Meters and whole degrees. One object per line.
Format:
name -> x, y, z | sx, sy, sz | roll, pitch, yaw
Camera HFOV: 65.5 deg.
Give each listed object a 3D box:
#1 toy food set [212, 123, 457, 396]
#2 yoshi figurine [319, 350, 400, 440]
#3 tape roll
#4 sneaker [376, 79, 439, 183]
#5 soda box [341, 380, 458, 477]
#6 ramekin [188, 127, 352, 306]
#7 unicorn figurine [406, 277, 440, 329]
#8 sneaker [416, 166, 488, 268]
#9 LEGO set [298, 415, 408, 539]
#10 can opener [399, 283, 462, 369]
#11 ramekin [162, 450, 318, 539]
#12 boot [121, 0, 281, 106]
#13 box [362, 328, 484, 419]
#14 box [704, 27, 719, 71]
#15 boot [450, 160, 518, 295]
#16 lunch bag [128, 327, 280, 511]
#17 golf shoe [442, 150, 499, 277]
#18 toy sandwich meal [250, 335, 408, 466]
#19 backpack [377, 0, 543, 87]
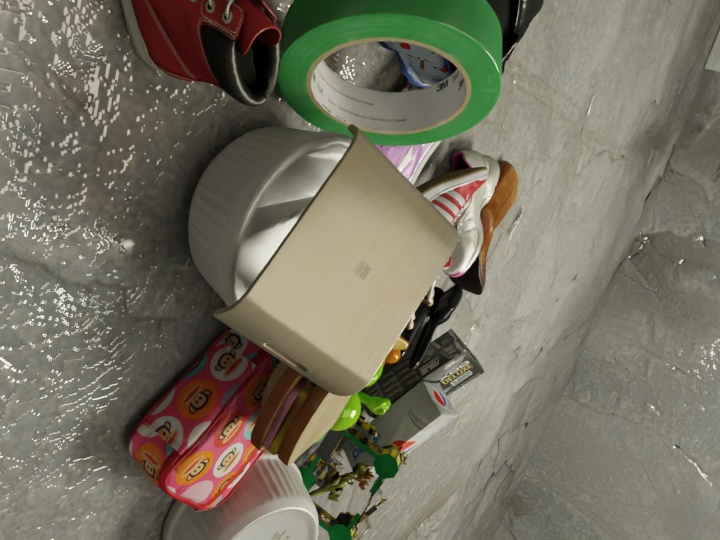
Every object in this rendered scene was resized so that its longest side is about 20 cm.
toy food set -> -0.014, -0.005, 0.492 | 0.143, 0.060, 0.201 | 40, 77, -30
yoshi figurine -> -0.010, 0.153, 0.772 | 0.200, 0.112, 0.113 | -49, 158, -39
tape roll -> 0.026, -0.181, 0.505 | 0.200, 0.199, 0.049 | 29, 62, -58
sneaker -> 0.047, -0.178, 0.661 | 0.114, 0.072, 0.202 | 13, 104, -54
soda box -> 0.064, 0.272, 0.947 | 0.200, 0.069, 0.063 | -43, 146, 21
ramekin -> -0.075, -0.046, 0.550 | 0.202, 0.094, 0.204 | -35, 141, -35
unicorn figurine -> 0.080, 0.024, 0.860 | 0.201, 0.073, 0.138 | -69, 166, -46
sneaker -> 0.115, -0.068, 0.785 | 0.199, 0.071, 0.113 | -29, 105, -28
LEGO set -> -0.018, 0.302, 0.862 | 0.201, 0.153, 0.116 | -67, 169, 10
can opener -> 0.106, 0.086, 0.928 | 0.200, 0.063, 0.079 | -46, 167, -46
ramekin -> -0.145, 0.342, 0.726 | 0.201, 0.094, 0.204 | -18, 122, -31
boot -> -0.109, -0.205, 0.342 | 0.072, 0.144, 0.201 | -40, 142, -26
box -> 0.112, 0.197, 0.994 | 0.199, 0.050, 0.158 | -35, 149, 6
box -> 1.345, -0.795, 1.944 | 0.198, 0.171, 0.201 | -30, 137, -40
boot -> 0.233, -0.073, 1.041 | 0.201, 0.068, 0.189 | -56, 142, -22
lunch bag -> -0.149, 0.173, 0.651 | 0.200, 0.082, 0.177 | -49, 151, -20
golf shoe -> 0.152, -0.092, 0.878 | 0.091, 0.075, 0.202 | 14, 89, -44
toy sandwich meal -> -0.028, 0.121, 0.609 | 0.205, 0.070, 0.206 | -39, 155, -22
backpack -> 0.091, -0.278, 0.567 | 0.200, 0.154, 0.191 | -52, 139, -10
